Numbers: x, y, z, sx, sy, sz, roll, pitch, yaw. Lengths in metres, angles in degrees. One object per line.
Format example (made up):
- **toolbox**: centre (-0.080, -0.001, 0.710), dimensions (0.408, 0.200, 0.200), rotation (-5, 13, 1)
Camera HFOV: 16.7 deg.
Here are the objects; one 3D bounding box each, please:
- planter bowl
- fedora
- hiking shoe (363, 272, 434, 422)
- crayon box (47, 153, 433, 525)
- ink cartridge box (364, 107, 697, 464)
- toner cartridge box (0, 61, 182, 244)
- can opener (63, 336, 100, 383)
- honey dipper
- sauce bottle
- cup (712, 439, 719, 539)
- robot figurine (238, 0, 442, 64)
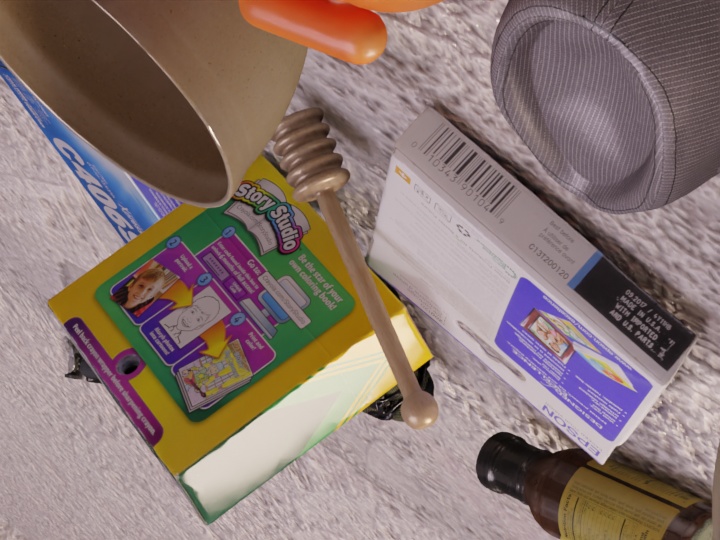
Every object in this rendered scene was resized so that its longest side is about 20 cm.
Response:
- **planter bowl**: centre (-0.101, -0.149, 1.274), dimensions (0.200, 0.135, 0.200), rotation (37, 162, 14)
- **fedora**: centre (0.117, -0.085, 1.043), dimensions (0.177, 0.090, 0.200), rotation (38, 162, 11)
- **hiking shoe**: centre (0.015, 0.055, 1.646), dimensions (0.100, 0.076, 0.200), rotation (34, 172, -6)
- **crayon box**: centre (-0.078, 0.037, 1.529), dimensions (0.200, 0.172, 0.058), rotation (47, 169, 46)
- **ink cartridge box**: centre (0.092, 0.014, 1.407), dimensions (0.198, 0.043, 0.200), rotation (41, 164, 8)
- **toner cartridge box**: centre (-0.172, -0.083, 1.731), dimensions (0.095, 0.043, 0.200), rotation (21, 153, 45)
- **can opener**: centre (-0.224, 0.077, 2.229), dimensions (0.066, 0.053, 0.200), rotation (10, 175, -22)
- **honey dipper**: centre (0.000, 0.000, 1.438), dimensions (0.038, 0.038, 0.201), rotation (115, 133, -72)
- **sauce bottle**: centre (0.156, 0.152, 1.577), dimensions (0.200, 0.065, 0.065), rotation (24, 156, 47)
- **cup**: centre (0.239, 0.086, 1.084), dimensions (0.200, 0.200, 0.143), rotation (47, -172, -19)
- **robot figurine**: centre (-0.013, -0.176, 1.056), dimensions (0.199, 0.144, 0.117), rotation (25, 173, 41)
